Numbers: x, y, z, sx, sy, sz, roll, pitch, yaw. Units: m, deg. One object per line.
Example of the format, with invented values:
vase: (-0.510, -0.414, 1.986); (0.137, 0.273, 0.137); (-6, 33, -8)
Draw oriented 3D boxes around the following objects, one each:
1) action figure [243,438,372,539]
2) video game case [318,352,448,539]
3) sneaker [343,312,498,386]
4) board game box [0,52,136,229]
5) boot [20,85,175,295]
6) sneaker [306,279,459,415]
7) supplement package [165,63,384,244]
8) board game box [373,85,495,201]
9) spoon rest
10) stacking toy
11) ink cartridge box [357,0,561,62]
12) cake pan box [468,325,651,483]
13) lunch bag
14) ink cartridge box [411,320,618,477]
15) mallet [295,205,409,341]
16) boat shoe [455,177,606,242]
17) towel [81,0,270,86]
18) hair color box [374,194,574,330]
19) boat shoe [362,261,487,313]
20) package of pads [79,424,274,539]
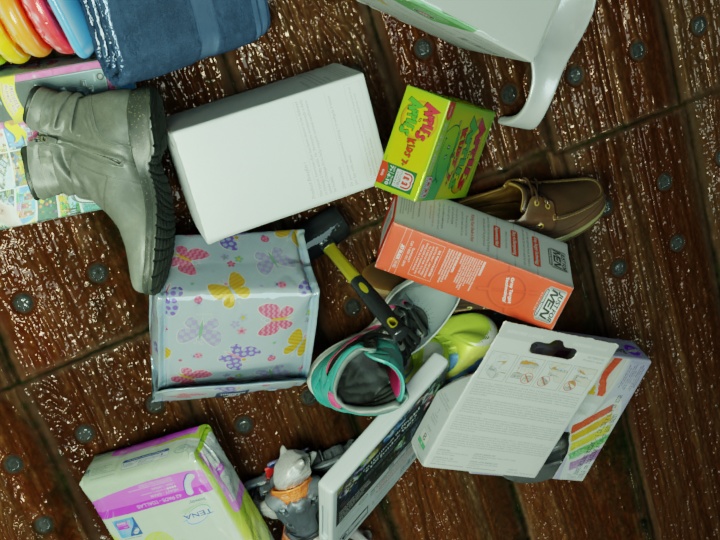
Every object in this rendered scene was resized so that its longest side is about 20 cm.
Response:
action figure: (-0.040, 0.275, 1.225); (0.199, 0.105, 0.194); (-27, 123, -4)
video game case: (0.023, 0.205, 1.156); (0.200, 0.023, 0.182); (-45, 157, -28)
sneaker: (0.067, 0.115, 1.219); (0.199, 0.076, 0.105); (-10, 135, 7)
board game box: (-0.313, -0.128, 1.034); (0.199, 0.064, 0.148); (-13, 111, -13)
boot: (-0.247, -0.075, 0.988); (0.130, 0.068, 0.201); (-3, 94, 6)
sneaker: (0.035, 0.079, 1.094); (0.200, 0.121, 0.084); (-41, 107, -2)
supplement package: (-0.089, -0.124, 1.073); (0.199, 0.117, 0.118); (-19, 111, -11)
board game box: (0.081, -0.129, 1.085); (0.047, 0.200, 0.102); (22, 102, 17)
spoon rest: (0.202, -0.252, 1.152); (0.099, 0.061, 0.201); (6, 106, -19)
stacking toy: (-0.351, -0.229, 0.982); (0.199, 0.116, 0.110); (-21, 118, 5)
ink cartridge box: (0.088, -0.278, 1.034); (0.145, 0.200, 0.088); (20, 97, -20)
cake pan box: (0.229, 0.166, 1.265); (0.183, 0.052, 0.201); (12, 116, -28)
lunch bag: (-0.137, 0.065, 1.108); (0.168, 0.128, 0.201); (-2, 135, -15)
ink cartridge box: (0.167, 0.137, 1.155); (0.160, 0.050, 0.201); (12, 117, -28)
mallet: (0.000, 0.000, 1.105); (0.066, 0.200, 0.041); (-40, 140, -11)
boat shoe: (0.189, -0.068, 1.189); (0.199, 0.072, 0.068); (-15, 139, -10)
towel: (-0.173, -0.252, 1.001); (0.200, 0.048, 0.112); (-32, 120, -42)
hair color box: (0.121, -0.016, 1.114); (0.199, 0.102, 0.061); (20, 120, -4)
boat shoe: (0.099, 0.022, 1.201); (0.199, 0.071, 0.071); (-3, 133, -8)
package of pads: (-0.194, 0.277, 1.169); (0.154, 0.068, 0.201); (-17, 114, 16)
